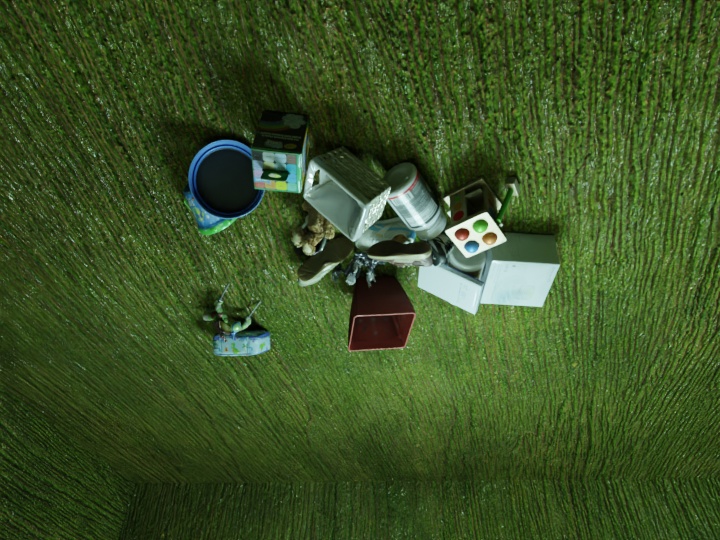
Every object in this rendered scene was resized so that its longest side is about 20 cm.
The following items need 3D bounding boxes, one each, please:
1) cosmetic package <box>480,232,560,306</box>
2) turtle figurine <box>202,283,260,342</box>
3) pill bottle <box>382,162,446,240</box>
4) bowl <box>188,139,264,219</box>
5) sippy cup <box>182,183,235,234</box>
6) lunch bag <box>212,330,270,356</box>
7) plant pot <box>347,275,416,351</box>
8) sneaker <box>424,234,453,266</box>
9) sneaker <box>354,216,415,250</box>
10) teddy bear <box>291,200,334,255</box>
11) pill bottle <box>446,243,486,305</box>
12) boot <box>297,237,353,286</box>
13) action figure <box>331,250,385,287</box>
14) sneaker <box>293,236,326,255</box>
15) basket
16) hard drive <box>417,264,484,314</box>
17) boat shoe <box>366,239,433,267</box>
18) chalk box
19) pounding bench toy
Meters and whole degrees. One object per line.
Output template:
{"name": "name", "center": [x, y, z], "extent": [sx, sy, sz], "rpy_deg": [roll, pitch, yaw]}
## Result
{"name": "cosmetic package", "center": [0.469, -0.001, 1.622], "extent": [0.195, 0.125, 0.202], "rpy_deg": [2, 139, 2]}
{"name": "turtle figurine", "center": [-0.468, 0.152, 1.939], "extent": [0.191, 0.205, 0.142], "rpy_deg": [-3, 174, 44]}
{"name": "pill bottle", "center": [0.147, -0.183, 1.456], "extent": [0.112, 0.116, 0.200], "rpy_deg": [-21, 133, 27]}
{"name": "bowl", "center": [-0.347, -0.236, 1.411], "extent": [0.196, 0.205, 0.039], "rpy_deg": [15, 179, -12]}
{"name": "sippy cup", "center": [-0.422, -0.193, 1.506], "extent": [0.175, 0.141, 0.132], "rpy_deg": [-21, 123, 11]}
{"name": "lunch bag", "center": [-0.445, 0.270, 2.021], "extent": [0.195, 0.085, 0.161], "rpy_deg": [-2, 178, 12]}
{"name": "plant pot", "center": [0.053, 0.128, 1.757], "extent": [0.195, 0.179, 0.202], "rpy_deg": [-2, 141, -11]}
{"name": "sneaker", "center": [0.230, -0.069, 1.540], "extent": [0.078, 0.200, 0.075], "rpy_deg": [-12, 108, 5]}
{"name": "sneaker", "center": [0.069, -0.097, 1.588], "extent": [0.196, 0.082, 0.077], "rpy_deg": [-16, 137, 25]}
{"name": "teddy bear", "center": [-0.118, -0.140, 1.514], "extent": [0.143, 0.204, 0.066], "rpy_deg": [17, 176, 42]}
{"name": "pill bottle", "center": [0.314, 0.013, 1.660], "extent": [0.112, 0.116, 0.202], "rpy_deg": [4, 139, 2]}
{"name": "boot", "center": [-0.114, -0.024, 1.688], "extent": [0.073, 0.198, 0.155], "rpy_deg": [54, 167, 4]}
{"name": "action figure", "center": [0.000, 0.000, 1.655], "extent": [0.117, 0.105, 0.199], "rpy_deg": [10, 163, -33]}
{"name": "sneaker", "center": [-0.153, -0.081, 1.604], "extent": [0.074, 0.117, 0.200], "rpy_deg": [23, 136, -19]}
{"name": "basket", "center": [-0.033, -0.202, 1.384], "extent": [0.200, 0.123, 0.137], "rpy_deg": [42, 142, 17]}
{"name": "hard drive", "center": [0.266, 0.042, 1.613], "extent": [0.197, 0.025, 0.133], "rpy_deg": [27, 144, 22]}
{"name": "boat shoe", "center": [0.112, -0.037, 1.514], "extent": [0.196, 0.073, 0.073], "rpy_deg": [0, 132, 28]}
{"name": "chalk box", "center": [-0.197, -0.276, 1.321], "extent": [0.122, 0.203, 0.125], "rpy_deg": [7, 140, -1]}
{"name": "pounding bench toy", "center": [0.337, -0.151, 1.438], "extent": [0.198, 0.158, 0.124], "rpy_deg": [-25, 131, 30]}
